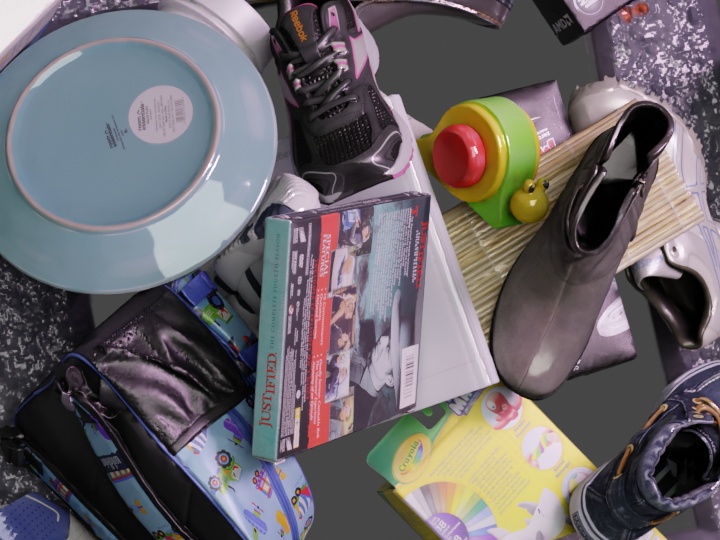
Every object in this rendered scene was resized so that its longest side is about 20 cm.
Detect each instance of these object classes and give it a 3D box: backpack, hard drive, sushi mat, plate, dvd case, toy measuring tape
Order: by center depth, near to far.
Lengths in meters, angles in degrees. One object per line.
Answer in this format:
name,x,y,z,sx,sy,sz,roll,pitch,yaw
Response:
dvd case,-0.009,0.030,1.517,0.022,0.200,0.147,8,100,26
plate,-0.151,-0.080,1.525,0.199,0.026,0.201,-3,64,7
backpack,-0.106,0.118,1.545,0.200,0.183,0.135,47,61,0
hard drive,0.000,0.000,1.635,0.132,0.026,0.201,-21,88,25
toy measuring tape,0.061,-0.102,1.635,0.073,0.074,0.200,-32,55,-18
sushi mat,0.123,-0.024,1.644,0.200,0.012,0.096,-31,86,2

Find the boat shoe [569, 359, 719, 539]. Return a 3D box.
boat shoe,0.230,0.116,1.663,0.071,0.091,0.200,52,51,-2

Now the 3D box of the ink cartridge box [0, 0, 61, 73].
ink cartridge box,-0.306,-0.136,1.555,0.125,0.129,0.200,44,74,-5

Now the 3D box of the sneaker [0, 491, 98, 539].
sneaker,-0.159,0.223,1.550,0.081,0.115,0.200,-40,94,-18

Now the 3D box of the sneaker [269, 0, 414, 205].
sneaker,-0.027,-0.123,1.568,0.080,0.200,0.086,-26,128,4

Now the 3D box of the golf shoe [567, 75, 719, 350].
golf shoe,0.201,-0.037,1.674,0.200,0.078,0.097,55,34,-16

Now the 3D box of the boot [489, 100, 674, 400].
boot,0.137,-0.014,1.569,0.068,0.131,0.201,24,89,4

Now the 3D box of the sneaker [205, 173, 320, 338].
sneaker,-0.036,0.024,1.569,0.129,0.199,0.080,35,51,-4

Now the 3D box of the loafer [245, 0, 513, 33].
loafer,0.005,-0.191,1.688,0.199,0.073,0.073,15,87,-4

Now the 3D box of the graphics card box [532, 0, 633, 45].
graphics card box,0.142,-0.276,1.745,0.125,0.051,0.200,-34,93,-18

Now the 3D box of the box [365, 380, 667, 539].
box,0.103,0.160,1.671,0.200,0.048,0.117,47,73,-8

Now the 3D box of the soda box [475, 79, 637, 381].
soda box,0.125,-0.024,1.691,0.063,0.071,0.201,-15,86,-16

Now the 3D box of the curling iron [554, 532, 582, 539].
curling iron,0.059,0.226,1.626,0.200,0.026,0.050,-30,68,1

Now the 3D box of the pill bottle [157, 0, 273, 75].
pill bottle,-0.145,-0.094,1.605,0.109,0.109,0.200,40,74,-7
